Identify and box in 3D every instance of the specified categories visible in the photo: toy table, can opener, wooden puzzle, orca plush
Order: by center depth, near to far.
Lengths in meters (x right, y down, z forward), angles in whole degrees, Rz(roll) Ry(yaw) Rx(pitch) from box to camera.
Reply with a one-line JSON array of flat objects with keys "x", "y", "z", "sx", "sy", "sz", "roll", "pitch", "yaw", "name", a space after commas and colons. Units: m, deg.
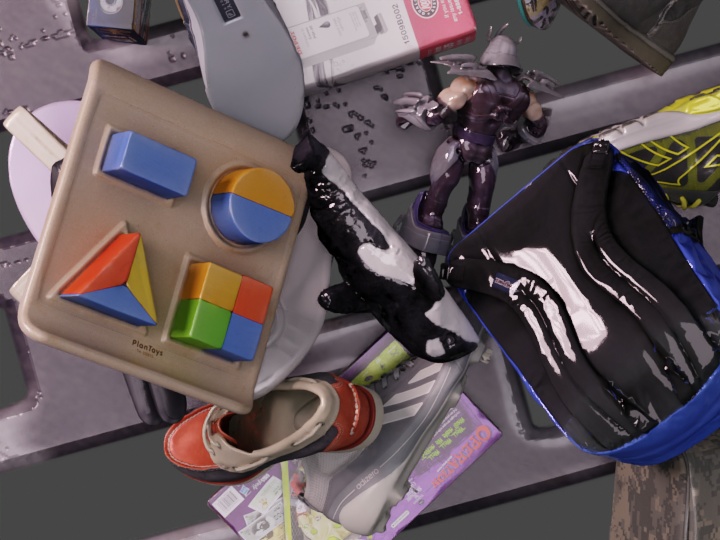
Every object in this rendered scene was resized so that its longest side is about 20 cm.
[{"x": -0.120, "y": -0.023, "z": 1.364, "sx": 0.185, "sy": 0.046, "sz": 0.200, "roll": 23, "pitch": 71, "yaw": -32, "name": "wooden puzzle"}, {"x": -0.163, "y": 0.012, "z": 1.405, "sx": 0.079, "sy": 0.063, "sz": 0.200, "roll": -20, "pitch": 101, "yaw": -27, "name": "can opener"}, {"x": 0.000, "y": 0.000, "z": 1.413, "sx": 0.071, "sy": 0.105, "sz": 0.200, "roll": -42, "pitch": 124, "yaw": -9, "name": "orca plush"}, {"x": -0.177, "y": -0.045, "z": 1.489, "sx": 0.200, "sy": 0.117, "sz": 0.184, "roll": 32, "pitch": 91, "yaw": -1, "name": "toy table"}]

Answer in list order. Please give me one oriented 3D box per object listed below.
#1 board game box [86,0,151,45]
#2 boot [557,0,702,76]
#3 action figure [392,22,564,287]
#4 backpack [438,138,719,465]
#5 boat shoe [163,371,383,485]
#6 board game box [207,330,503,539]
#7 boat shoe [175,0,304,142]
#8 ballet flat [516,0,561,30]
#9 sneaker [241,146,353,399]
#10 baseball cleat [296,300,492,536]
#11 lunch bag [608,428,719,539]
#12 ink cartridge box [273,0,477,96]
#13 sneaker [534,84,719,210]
[{"x": -0.166, "y": -0.269, "z": 1.472, "sx": 0.035, "sy": 0.135, "sz": 0.200, "roll": 6, "pitch": 91, "yaw": -2, "name": "board game box"}, {"x": 0.228, "y": -0.260, "z": 1.484, "sx": 0.200, "sy": 0.182, "sz": 0.073, "roll": -54, "pitch": 50, "yaw": 8, "name": "boot"}, {"x": 0.078, "y": -0.087, "z": 1.503, "sx": 0.130, "sy": 0.069, "sz": 0.200, "roll": 10, "pitch": 103, "yaw": -25, "name": "action figure"}, {"x": 0.192, "y": 0.032, "z": 1.428, "sx": 0.163, "sy": 0.168, "sz": 0.200, "roll": -43, "pitch": 59, "yaw": 18, "name": "backpack"}, {"x": -0.076, "y": 0.113, "z": 1.474, "sx": 0.200, "sy": 0.063, "sz": 0.071, "roll": -13, "pitch": 73, "yaw": 39, "name": "boat shoe"}, {"x": -0.004, "y": 0.149, "z": 1.543, "sx": 0.200, "sy": 0.032, "sz": 0.120, "roll": -43, "pitch": 90, "yaw": 0, "name": "board game box"}, {"x": -0.092, "y": -0.189, "z": 1.431, "sx": 0.071, "sy": 0.091, "sz": 0.200, "roll": -19, "pitch": 120, "yaw": 2, "name": "boat shoe"}, {"x": 0.142, "y": -0.281, "z": 1.506, "sx": 0.072, "sy": 0.072, "sz": 0.201, "roll": -7, "pitch": 91, "yaw": -1, "name": "ballet flat"}, {"x": -0.057, "y": 0.016, "z": 1.489, "sx": 0.073, "sy": 0.112, "sz": 0.200, "roll": 22, "pitch": 70, "yaw": 0, "name": "sneaker"}, {"x": 0.020, "y": 0.094, "z": 1.495, "sx": 0.106, "sy": 0.070, "sz": 0.200, "roll": 28, "pitch": 88, "yaw": 3, "name": "baseball cleat"}, {"x": 0.284, "y": 0.202, "z": 1.504, "sx": 0.168, "sy": 0.139, "sz": 0.200, "roll": 0, "pitch": 94, "yaw": -19, "name": "lunch bag"}, {"x": -0.031, "y": -0.208, "z": 1.502, "sx": 0.200, "sy": 0.083, "sz": 0.147, "roll": -19, "pitch": 93, "yaw": -1, "name": "ink cartridge box"}, {"x": 0.227, "y": -0.078, "z": 1.518, "sx": 0.200, "sy": 0.074, "sz": 0.085, "roll": -22, "pitch": 93, "yaw": -1, "name": "sneaker"}]
